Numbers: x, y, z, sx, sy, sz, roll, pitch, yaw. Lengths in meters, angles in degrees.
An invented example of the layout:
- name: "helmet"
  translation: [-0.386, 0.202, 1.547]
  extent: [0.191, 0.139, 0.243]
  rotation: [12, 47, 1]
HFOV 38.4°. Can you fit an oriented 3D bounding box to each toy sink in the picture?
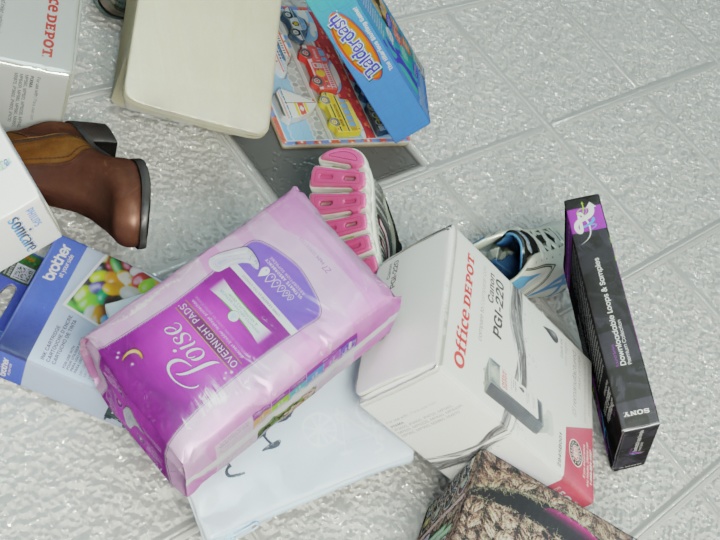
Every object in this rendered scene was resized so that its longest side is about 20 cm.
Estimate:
- name: "toy sink"
  translation: [-0.150, -0.200, 0.938]
  extent: [0.128, 0.112, 0.204]
  rotation: [11, 66, -21]

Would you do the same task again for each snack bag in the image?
- name: "snack bag"
  translation: [-0.070, 0.085, 0.770]
  extent: [0.186, 0.021, 0.202]
  rotation: [-16, 66, -32]

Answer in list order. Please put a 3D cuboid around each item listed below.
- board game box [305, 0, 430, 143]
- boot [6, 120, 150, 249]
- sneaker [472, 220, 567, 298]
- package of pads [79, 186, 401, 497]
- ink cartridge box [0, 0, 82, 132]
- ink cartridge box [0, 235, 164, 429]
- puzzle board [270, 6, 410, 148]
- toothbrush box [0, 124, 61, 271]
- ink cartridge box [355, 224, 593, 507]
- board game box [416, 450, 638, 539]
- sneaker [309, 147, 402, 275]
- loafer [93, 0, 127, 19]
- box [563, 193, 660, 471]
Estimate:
- name: "board game box"
  translation: [0.000, -0.244, 1.016]
  extent: [0.201, 0.044, 0.153]
  rotation: [56, 17, -25]
- name: "boot"
  translation: [-0.270, -0.067, 0.785]
  extent: [0.197, 0.069, 0.189]
  rotation: [-6, 38, -31]
- name: "sneaker"
  translation: [0.160, -0.012, 0.988]
  extent: [0.198, 0.073, 0.072]
  rotation: [-21, 62, -39]
- name: "package of pads"
  translation: [-0.081, 0.043, 0.712]
  extent: [0.199, 0.076, 0.121]
  rotation: [-37, 69, -24]
- name: "ink cartridge box"
  translation: [-0.343, -0.204, 0.879]
  extent: [0.196, 0.084, 0.146]
  rotation: [9, 49, -19]
- name: "ink cartridge box"
  translation: [-0.192, 0.049, 0.781]
  extent: [0.197, 0.042, 0.121]
  rotation: [23, 46, -7]
- name: "puzzle board"
  translation: [-0.045, -0.209, 1.082]
  extent: [0.148, 0.017, 0.202]
  rotation: [-5, 56, -30]
- name: "toothbrush box"
  translation: [-0.326, -0.046, 0.690]
  extent: [0.198, 0.085, 0.148]
  rotation: [-33, 80, -13]
- name: "ink cartridge box"
  translation: [0.097, 0.086, 0.813]
  extent: [0.199, 0.084, 0.147]
  rotation: [40, 40, -27]
- name: "board game box"
  translation: [0.106, 0.260, 0.717]
  extent: [0.158, 0.097, 0.201]
  rotation: [29, 46, -2]
- name: "sneaker"
  translation: [0.000, 0.000, 0.891]
  extent: [0.087, 0.072, 0.204]
  rotation: [36, 47, -59]
- name: "loafer"
  translation: [-0.183, -0.308, 1.045]
  extent: [0.199, 0.062, 0.073]
  rotation: [-35, 113, -43]
- name: "box"
  translation: [0.211, 0.056, 0.887]
  extent: [0.035, 0.143, 0.204]
  rotation: [-10, 67, 6]
